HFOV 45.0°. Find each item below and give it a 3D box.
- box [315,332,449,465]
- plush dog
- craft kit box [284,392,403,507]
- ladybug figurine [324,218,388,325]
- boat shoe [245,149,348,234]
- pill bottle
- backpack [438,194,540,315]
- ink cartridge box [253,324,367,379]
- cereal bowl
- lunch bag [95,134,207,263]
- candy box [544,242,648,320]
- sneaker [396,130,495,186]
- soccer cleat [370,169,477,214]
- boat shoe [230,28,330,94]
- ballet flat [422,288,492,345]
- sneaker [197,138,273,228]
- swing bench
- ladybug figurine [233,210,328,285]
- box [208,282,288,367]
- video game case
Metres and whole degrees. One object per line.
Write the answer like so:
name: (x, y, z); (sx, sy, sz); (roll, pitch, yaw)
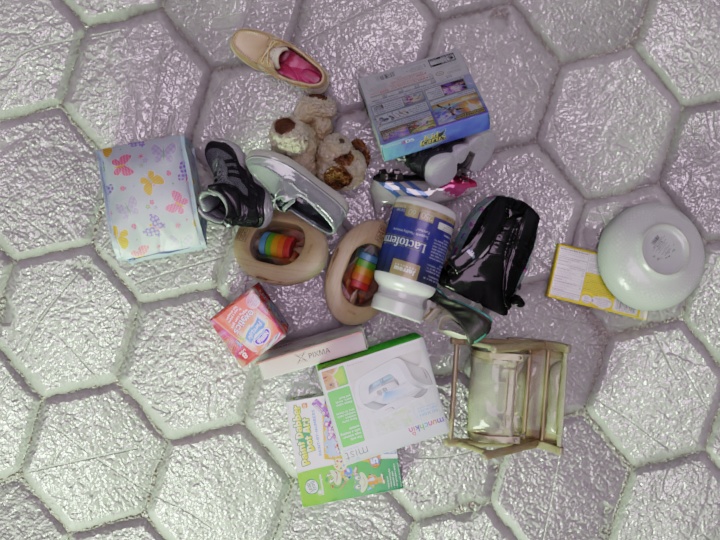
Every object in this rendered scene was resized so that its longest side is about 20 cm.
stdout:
box: (0.037, 0.227, 1.553); (0.197, 0.097, 0.180); (-16, 92, -5)
plush dog: (-0.069, -0.200, 1.553); (0.170, 0.200, 0.162); (26, 125, 7)
craft kit box: (-0.030, 0.322, 1.624); (0.194, 0.049, 0.204); (-10, 92, 1)
ladybug figurine: (0.000, 0.000, 1.588); (0.134, 0.072, 0.203); (27, 85, -20)
boat shoe: (-0.114, -0.131, 1.477); (0.199, 0.070, 0.072); (31, 56, -8)
pill bottle: (0.089, -0.019, 1.521); (0.114, 0.116, 0.204); (16, 87, -2)
backpack: (0.236, -0.040, 1.576); (0.165, 0.126, 0.203); (24, 90, -14)
ink cartridge box: (-0.085, 0.146, 1.547); (0.197, 0.176, 0.045); (-17, 93, -1)
cereal bowl: (0.540, -0.029, 1.589); (0.196, 0.083, 0.204); (1, 82, -5)
lunch bag: (-0.368, -0.122, 1.554); (0.166, 0.127, 0.204); (-12, 82, -2)
candy box: (0.453, 0.022, 1.634); (0.196, 0.026, 0.104); (14, 88, -3)
sneaker: (0.154, -0.222, 1.577); (0.113, 0.199, 0.077); (29, 131, 33)
soccer cleat: (0.115, -0.139, 1.604); (0.196, 0.070, 0.088); (2, 111, -1)
boat shoe: (-0.145, -0.386, 1.576); (0.197, 0.069, 0.075); (24, 91, -3)
ballet flat: (0.147, 0.070, 1.556); (0.069, 0.199, 0.068); (-51, 136, -6)
sneaker: (-0.241, -0.152, 1.512); (0.201, 0.113, 0.076); (54, 131, 23)
swing bench: (0.269, 0.227, 1.579); (0.197, 0.129, 0.203); (4, 91, -32)
ladybug figurine: (-0.139, -0.037, 1.558); (0.197, 0.072, 0.138); (15, 75, 28)
box: (-0.192, 0.093, 1.529); (0.094, 0.200, 0.103); (-36, 94, -2)
video game case: (0.110, -0.297, 1.550); (0.197, 0.046, 0.183); (-17, 52, 0)
